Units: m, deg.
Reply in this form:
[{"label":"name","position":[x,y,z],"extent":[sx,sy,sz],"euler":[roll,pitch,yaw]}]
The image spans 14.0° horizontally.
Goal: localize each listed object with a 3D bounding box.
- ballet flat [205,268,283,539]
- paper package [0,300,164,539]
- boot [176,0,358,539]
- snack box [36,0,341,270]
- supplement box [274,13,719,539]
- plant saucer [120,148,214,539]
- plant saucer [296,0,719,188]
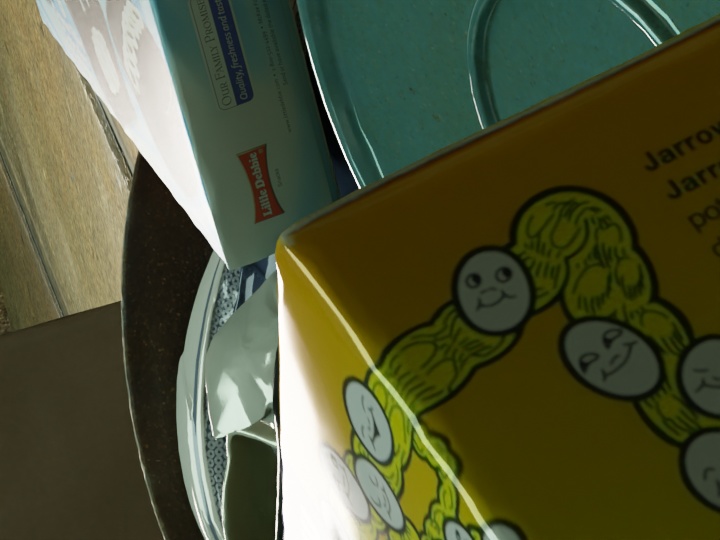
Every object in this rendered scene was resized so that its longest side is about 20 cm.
[{"label":"ballet flat","position":[-0.007,0.045,0.739],"extent":[0.068,0.068,0.201],"euler":[30,134,24]},{"label":"paper package","position":[-0.060,0.111,1.100],"extent":[0.103,0.190,0.201],"euler":[133,121,-78]},{"label":"boot","position":[0.000,0.000,0.788],"extent":[0.090,0.072,0.201],"euler":[-150,67,-71]},{"label":"snack box","position":[-0.063,-0.092,0.787],"extent":[0.200,0.037,0.117],"euler":[-131,23,-60]},{"label":"supplement box","position":[0.083,0.073,0.380],"extent":[0.200,0.109,0.109],"euler":[54,160,29]},{"label":"plant saucer","position":[-0.011,0.022,0.910],"extent":[0.200,0.036,0.202],"euler":[-7,-90,-66]},{"label":"plant saucer","position":[0.049,-0.030,0.519],"extent":[0.200,0.027,0.201],"euler":[37,144,34]}]
